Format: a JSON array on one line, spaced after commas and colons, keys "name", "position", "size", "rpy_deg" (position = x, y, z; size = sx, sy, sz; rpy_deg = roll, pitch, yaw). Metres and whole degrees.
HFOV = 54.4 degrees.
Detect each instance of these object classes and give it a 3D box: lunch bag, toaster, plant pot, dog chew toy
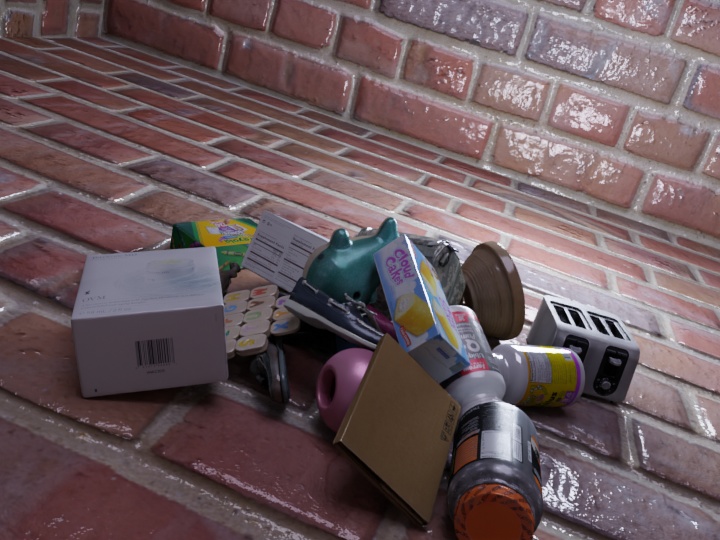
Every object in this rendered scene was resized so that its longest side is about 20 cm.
[{"name": "lunch bag", "position": [0.088, 0.003, 1.297], "size": [0.196, 0.169, 0.141], "rpy_deg": [13, 61, 30]}, {"name": "toaster", "position": [0.436, 0.151, 1.395], "size": [0.176, 0.121, 0.201], "rpy_deg": [16, 21, -3]}, {"name": "plant pot", "position": [0.247, 0.049, 1.426], "size": [0.090, 0.206, 0.201], "rpy_deg": [-12, 29, -14]}, {"name": "dog chew toy", "position": [0.034, 0.186, 1.029], "size": [0.196, 0.127, 0.125], "rpy_deg": [14, 20, -29]}]

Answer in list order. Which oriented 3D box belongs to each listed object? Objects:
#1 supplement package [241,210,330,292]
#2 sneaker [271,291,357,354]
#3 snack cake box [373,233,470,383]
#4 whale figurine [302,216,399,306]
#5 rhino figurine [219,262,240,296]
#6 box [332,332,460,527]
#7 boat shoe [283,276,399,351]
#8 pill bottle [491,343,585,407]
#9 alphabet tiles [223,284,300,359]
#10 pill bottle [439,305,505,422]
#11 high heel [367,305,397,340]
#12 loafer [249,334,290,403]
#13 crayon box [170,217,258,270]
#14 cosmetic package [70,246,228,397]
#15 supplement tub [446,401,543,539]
[{"name": "supplement package", "position": [-0.099, -0.015, 1.327], "size": [0.153, 0.113, 0.199], "rpy_deg": [26, 2, 23]}, {"name": "sneaker", "position": [-0.089, 0.096, 1.236], "size": [0.196, 0.075, 0.082], "rpy_deg": [25, 4, 8]}, {"name": "snack cake box", "position": [0.093, 0.059, 1.094], "size": [0.115, 0.066, 0.203], "rpy_deg": [41, 25, -45]}, {"name": "whale figurine", "position": [0.000, 0.000, 1.164], "size": [0.198, 0.161, 0.104], "rpy_deg": [-34, 35, -12]}, {"name": "rhino figurine", "position": [-0.323, 0.004, 1.273], "size": [0.194, 0.061, 0.088], "rpy_deg": [14, 32, 2]}, {"name": "box", "position": [0.056, 0.204, 0.932], "size": [0.163, 0.021, 0.201], "rpy_deg": [45, 40, -13]}, {"name": "boat shoe", "position": [-0.023, 0.071, 1.058], "size": [0.196, 0.063, 0.075], "rpy_deg": [23, -14, 24]}, {"name": "pill bottle", "position": [0.288, 0.183, 1.225], "size": [0.195, 0.107, 0.104], "rpy_deg": [6, 23, -26]}, {"name": "alphabet tiles", "position": [-0.187, 0.080, 1.131], "size": [0.190, 0.015, 0.201], "rpy_deg": [-11, 26, 5]}, {"name": "pill bottle", "position": [0.167, 0.166, 1.126], "size": [0.108, 0.112, 0.203], "rpy_deg": [5, 44, -25]}, {"name": "high heel", "position": [0.069, 0.117, 1.265], "size": [0.094, 0.069, 0.200], "rpy_deg": [-14, 41, -36]}, {"name": "loafer", "position": [-0.143, 0.148, 1.072], "size": [0.061, 0.074, 0.200], "rpy_deg": [-8, 19, -7]}, {"name": "crayon box", "position": [-0.277, -0.054, 1.449], "size": [0.118, 0.060, 0.197], "rpy_deg": [32, 26, 34]}, {"name": "cosmetic package", "position": [-0.297, 0.064, 1.013], "size": [0.194, 0.126, 0.201], "rpy_deg": [-5, 25, -14]}, {"name": "supplement tub", "position": [0.175, 0.270, 0.913], "size": [0.119, 0.125, 0.200], "rpy_deg": [18, 22, 6]}]
